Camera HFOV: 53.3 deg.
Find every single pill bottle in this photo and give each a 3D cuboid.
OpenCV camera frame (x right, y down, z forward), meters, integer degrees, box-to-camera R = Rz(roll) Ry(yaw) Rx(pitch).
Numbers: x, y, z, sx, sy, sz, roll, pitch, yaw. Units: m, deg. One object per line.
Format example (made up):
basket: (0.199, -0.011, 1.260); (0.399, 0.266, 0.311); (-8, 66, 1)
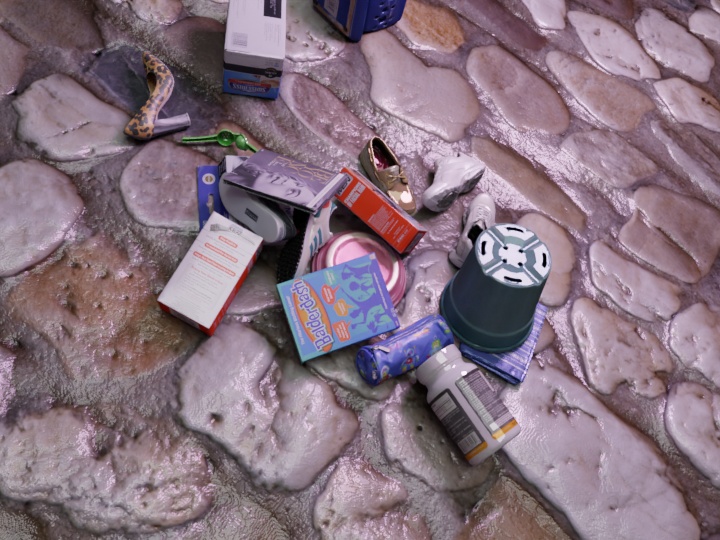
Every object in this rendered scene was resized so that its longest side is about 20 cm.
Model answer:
pill bottle: (0.193, 0.244, 1.319); (0.116, 0.117, 0.201); (-26, 71, -27)

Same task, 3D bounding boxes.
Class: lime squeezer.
lime squeezer: (-0.271, -0.271, 1.511); (0.198, 0.038, 0.071); (16, 23, 13)

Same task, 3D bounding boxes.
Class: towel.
towel: (0.295, 0.123, 1.476); (0.144, 0.024, 0.201); (28, 56, 4)

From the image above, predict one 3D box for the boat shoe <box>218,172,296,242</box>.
boat shoe: (-0.199, -0.125, 1.401); (0.200, 0.072, 0.067); (39, 27, 29)

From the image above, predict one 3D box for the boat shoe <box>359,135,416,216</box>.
boat shoe: (0.062, -0.206, 1.568); (0.074, 0.067, 0.201); (-24, 70, -26)

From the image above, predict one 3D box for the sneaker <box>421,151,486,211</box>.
sneaker: (0.189, -0.203, 1.607); (0.099, 0.078, 0.199); (41, 50, 17)

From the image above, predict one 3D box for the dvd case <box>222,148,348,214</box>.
dvd case: (-0.143, -0.176, 1.386); (0.198, 0.016, 0.149); (20, 38, 15)

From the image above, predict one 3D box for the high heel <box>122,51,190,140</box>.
high heel: (-0.460, -0.371, 1.512); (0.142, 0.071, 0.201); (-21, 77, -32)

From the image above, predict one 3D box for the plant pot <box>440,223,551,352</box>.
plant pot: (0.271, 0.025, 1.401); (0.198, 0.197, 0.202); (3, 55, -5)

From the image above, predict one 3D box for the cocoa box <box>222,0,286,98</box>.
cocoa box: (-0.239, -0.511, 1.620); (0.132, 0.132, 0.202); (5, 60, -12)

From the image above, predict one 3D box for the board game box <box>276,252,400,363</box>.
board game box: (-0.043, 0.070, 1.353); (0.198, 0.045, 0.153); (-19, 82, -10)

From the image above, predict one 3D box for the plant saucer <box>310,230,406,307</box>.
plant saucer: (0.000, 0.000, 1.444); (0.198, 0.051, 0.202); (6, 60, -11)

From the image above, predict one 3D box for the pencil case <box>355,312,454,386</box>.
pencil case: (0.085, 0.147, 1.364); (0.199, 0.087, 0.078); (-22, 48, -26)

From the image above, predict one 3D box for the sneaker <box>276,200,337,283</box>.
sneaker: (-0.097, -0.053, 1.413); (0.093, 0.070, 0.202); (16, 88, -42)

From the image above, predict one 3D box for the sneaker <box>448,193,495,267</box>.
sneaker: (0.256, -0.097, 1.553); (0.075, 0.081, 0.201); (23, 56, 1)

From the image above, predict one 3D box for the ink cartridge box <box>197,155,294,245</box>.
ink cartridge box: (-0.230, -0.144, 1.467); (0.198, 0.041, 0.201); (-1, 62, -16)

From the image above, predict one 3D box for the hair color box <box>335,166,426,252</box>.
hair color box: (0.037, -0.123, 1.475); (0.200, 0.111, 0.064); (40, 101, 9)

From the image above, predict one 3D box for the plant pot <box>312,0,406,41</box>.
plant pot: (-0.006, -0.703, 1.763); (0.179, 0.200, 0.200); (-40, 77, -23)

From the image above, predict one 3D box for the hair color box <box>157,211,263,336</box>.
hair color box: (-0.276, 0.006, 1.337); (0.110, 0.064, 0.201); (28, 71, 2)
